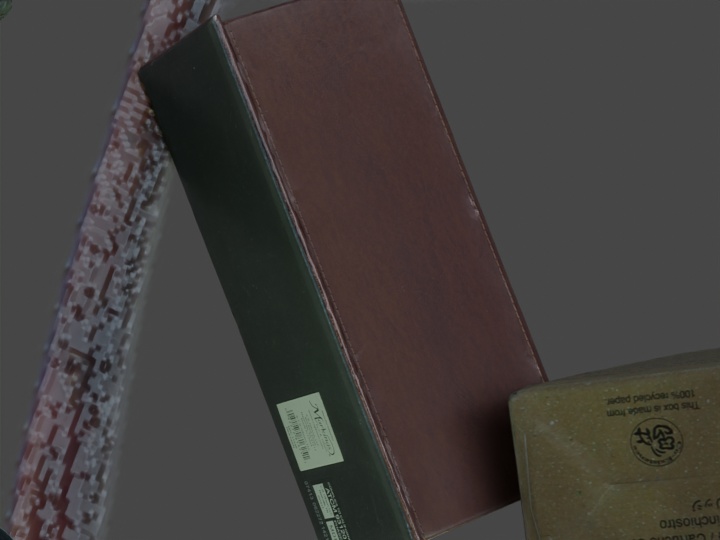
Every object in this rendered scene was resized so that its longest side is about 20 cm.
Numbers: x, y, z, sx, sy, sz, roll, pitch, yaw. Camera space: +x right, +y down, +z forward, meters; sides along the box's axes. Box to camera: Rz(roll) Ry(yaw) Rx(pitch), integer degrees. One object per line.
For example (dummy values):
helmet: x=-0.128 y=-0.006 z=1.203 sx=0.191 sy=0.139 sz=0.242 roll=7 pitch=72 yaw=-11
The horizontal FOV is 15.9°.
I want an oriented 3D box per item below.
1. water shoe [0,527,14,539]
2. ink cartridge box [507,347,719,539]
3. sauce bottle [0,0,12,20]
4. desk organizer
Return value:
water shoe: x=-0.184 y=0.137 z=0.826 sx=0.072 sy=0.079 sz=0.200 roll=47 pitch=36 yaw=7
ink cartridge box: x=0.178 y=0.059 z=0.895 sx=0.165 sy=0.200 sz=0.075 roll=-4 pitch=86 yaw=-57
sauce bottle: x=-0.198 y=-0.158 z=0.886 sx=0.065 sy=0.065 sz=0.200 roll=-36 pitch=93 yaw=-26
desk organizer: x=0.000 y=0.000 z=0.938 sx=0.077 sy=0.072 sz=0.200 roll=-20 pitch=88 yaw=-29
